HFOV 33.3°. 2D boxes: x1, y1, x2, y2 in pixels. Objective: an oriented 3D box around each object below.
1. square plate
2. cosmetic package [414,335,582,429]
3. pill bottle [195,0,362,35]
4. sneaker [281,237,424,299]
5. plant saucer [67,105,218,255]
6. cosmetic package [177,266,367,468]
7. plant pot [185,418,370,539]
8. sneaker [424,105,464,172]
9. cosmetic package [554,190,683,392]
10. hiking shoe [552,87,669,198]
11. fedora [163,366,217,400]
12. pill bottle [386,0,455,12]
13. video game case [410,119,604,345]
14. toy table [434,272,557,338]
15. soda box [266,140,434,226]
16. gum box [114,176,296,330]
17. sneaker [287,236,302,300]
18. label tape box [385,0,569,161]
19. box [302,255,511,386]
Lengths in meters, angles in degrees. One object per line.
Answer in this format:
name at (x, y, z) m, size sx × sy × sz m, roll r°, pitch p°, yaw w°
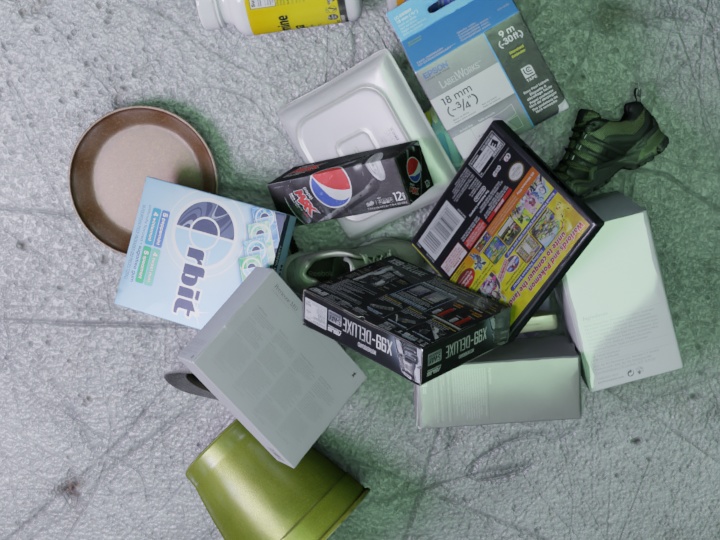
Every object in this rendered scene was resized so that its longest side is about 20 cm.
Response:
square plate at (0.005, -0.152, 1.528) m, size 0.198 × 0.028 × 0.201 m, roll -23°, pitch 102°, yaw 38°
cosmetic package at (0.165, 0.134, 1.467) m, size 0.199 × 0.107 × 0.091 m, roll -1°, pitch 101°, yaw 3°
pill bottle at (-0.102, -0.355, 1.497) m, size 0.199 × 0.112 × 0.113 m, roll -7°, pitch 101°, yaw 4°
sneaker at (0.000, 0.000, 1.546) m, size 0.199 × 0.092 × 0.076 m, roll -11°, pitch 92°, yaw -21°
plant saucer at (-0.284, -0.118, 1.589) m, size 0.199 × 0.037 × 0.202 m, roll 1°, pitch 101°, yaw 3°
cosmetic package at (-0.104, 0.118, 1.468) m, size 0.151 × 0.052 × 0.200 m, roll -48°, pitch 117°, yaw -18°
plant pot at (-0.123, 0.292, 1.595) m, size 0.193 × 0.200 × 0.200 m, roll 46°, pitch 100°, yaw 5°
sneaker at (0.103, -0.200, 1.536) m, size 0.130 × 0.080 × 0.201 m, roll 17°, pitch 100°, yaw -2°
cosmetic package at (0.307, 0.019, 1.507) m, size 0.122 × 0.199 × 0.201 m, roll -16°, pitch 100°, yaw 5°
hiking shoe at (0.289, -0.153, 1.547) m, size 0.199 × 0.076 × 0.101 m, roll -28°, pitch 90°, yaw -2°
fedora at (-0.151, 0.121, 1.585) m, size 0.199 × 0.177 × 0.091 m, roll 8°, pitch 71°, yaw 14°
pill bottle at (0.124, -0.382, 1.482) m, size 0.199 × 0.112 × 0.113 m, roll -11°, pitch 100°, yaw 4°
video game case at (0.169, -0.044, 1.430) m, size 0.181 × 0.025 × 0.200 m, roll 49°, pitch 125°, yaw 23°
toy table at (0.153, 0.065, 1.566) m, size 0.199 × 0.117 × 0.185 m, roll -18°, pitch 100°, yaw 5°
soda box at (-0.015, -0.106, 1.500) m, size 0.199 × 0.071 × 0.064 m, roll -9°, pitch 109°, yaw 34°
gum box at (-0.198, -0.012, 1.527) m, size 0.199 × 0.045 × 0.171 m, roll 15°, pitch 92°, yaw 17°
sneaker at (-0.109, 0.026, 1.607) m, size 0.088 × 0.077 × 0.201 m, roll -17°, pitch 103°, yaw 37°
label tape box at (0.139, -0.250, 1.440) m, size 0.144 × 0.063 × 0.201 m, roll -29°, pitch 109°, yaw 10°
box at (0.053, 0.053, 1.430) m, size 0.199 × 0.157 × 0.050 m, roll 24°, pitch 123°, yaw 39°
